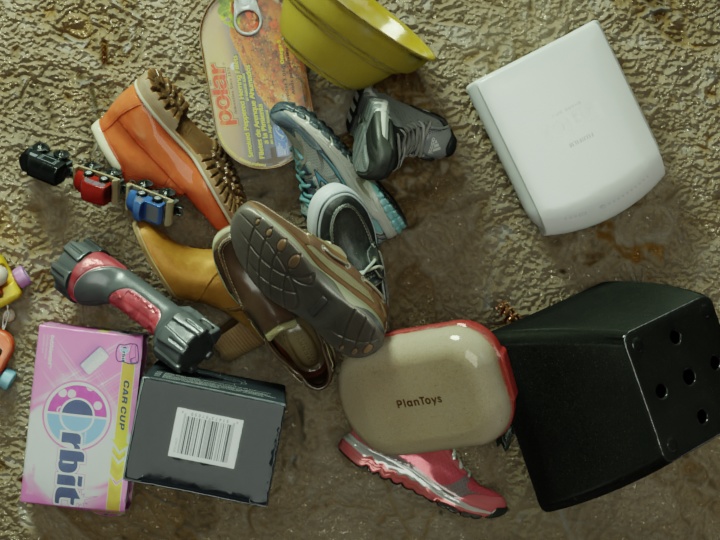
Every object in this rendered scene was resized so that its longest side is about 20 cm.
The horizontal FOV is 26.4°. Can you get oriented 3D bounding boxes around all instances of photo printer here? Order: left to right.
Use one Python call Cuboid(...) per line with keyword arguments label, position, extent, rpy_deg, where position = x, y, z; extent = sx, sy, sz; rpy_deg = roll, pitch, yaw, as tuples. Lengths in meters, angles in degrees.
Cuboid(label="photo printer", position=(0.230, -0.148, 1.683), extent=(0.165, 0.069, 0.202), rpy_deg=(-26, 92, -3))

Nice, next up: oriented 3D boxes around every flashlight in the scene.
Cuboid(label="flashlight", position=(-0.241, 0.040, 1.613), extent=(0.199, 0.068, 0.068), rpy_deg=(35, 114, 30))

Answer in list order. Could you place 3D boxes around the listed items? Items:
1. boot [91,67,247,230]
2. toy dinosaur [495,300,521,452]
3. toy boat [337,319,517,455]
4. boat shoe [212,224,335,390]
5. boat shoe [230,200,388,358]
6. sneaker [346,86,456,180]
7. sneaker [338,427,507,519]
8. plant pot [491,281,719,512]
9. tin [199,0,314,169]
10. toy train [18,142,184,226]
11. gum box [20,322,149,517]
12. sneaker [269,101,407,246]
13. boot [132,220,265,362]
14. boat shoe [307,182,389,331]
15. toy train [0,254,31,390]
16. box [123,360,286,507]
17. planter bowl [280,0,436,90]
Cuboid(label="boot", position=(-0.204, -0.108, 1.666), extent=(0.107, 0.075, 0.201), rpy_deg=(-34, 99, 17))
Cuboid(label="toy dinosaur", position=(0.186, 0.138, 1.688), extent=(0.135, 0.102, 0.201), rpy_deg=(-21, 74, -18))
Cuboid(label="toy boat", position=(0.077, 0.112, 1.612), extent=(0.198, 0.131, 0.132), rpy_deg=(-10, 103, 28))
Cuboid(label="boat shoe", position=(-0.083, 0.041, 1.600), extent=(0.074, 0.075, 0.203), rpy_deg=(-33, 115, 7))
Cuboid(label="boat shoe", position=(-0.050, 0.003, 1.562), extent=(0.200, 0.072, 0.076), rpy_deg=(45, 126, -8))
Cuboid(label="sneaker", position=(0.052, -0.140, 1.616), extent=(0.114, 0.200, 0.076), rpy_deg=(16, 114, -12))
Cuboid(label="sneaker", position=(0.079, 0.205, 1.676), extent=(0.199, 0.074, 0.087), rpy_deg=(26, 88, -3))
Cuboid(label="plant pot", position=(0.280, 0.120, 1.597), extent=(0.199, 0.177, 0.201), rpy_deg=(-21, 92, -33))
Cuboid(label="tin", position=(-0.114, -0.210, 1.679), extent=(0.111, 0.042, 0.202), rpy_deg=(-9, 91, -7))
Cuboid(label="toy train", position=(-0.278, -0.091, 1.633), extent=(0.198, 0.046, 0.034), rpy_deg=(20, 122, 17))
Cuboid(label="gum box", position=(-0.297, 0.162, 1.656), extent=(0.112, 0.066, 0.202), rpy_deg=(6, 90, -2))
Cuboid(label="sneaker", position=(-0.038, -0.093, 1.647), extent=(0.086, 0.078, 0.200), rpy_deg=(-40, 111, 6))
Cuboid(label="boot", position=(-0.136, -0.010, 1.649), extent=(0.143, 0.071, 0.202), rpy_deg=(-35, 111, 7))
Cuboid(label="boat shoe", position=(0.000, 0.000, 1.626), extent=(0.072, 0.071, 0.201), rpy_deg=(-27, 127, -14))
Cuboid(label="toy train", position=(-0.441, 0.037, 1.652), extent=(0.199, 0.056, 0.151), rpy_deg=(34, 88, -4))
Cuboid(label="box", position=(-0.158, 0.165, 1.598), extent=(0.147, 0.200, 0.108), rpy_deg=(11, 91, -3))
Cuboid(label="planter bowl", position=(-0.023, -0.249, 1.616), extent=(0.200, 0.201, 0.084), rpy_deg=(36, 105, -3))
